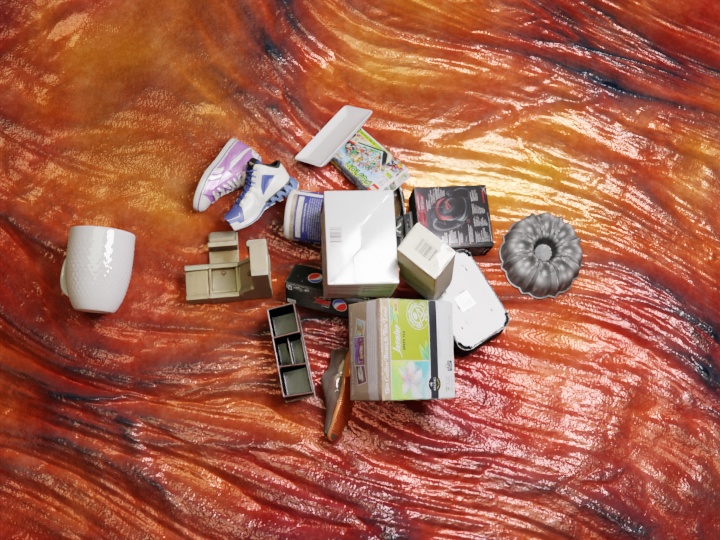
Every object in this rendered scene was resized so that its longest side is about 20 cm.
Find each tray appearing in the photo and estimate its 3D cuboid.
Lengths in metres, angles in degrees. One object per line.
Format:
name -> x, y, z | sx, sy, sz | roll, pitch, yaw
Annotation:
tray -> -0.061, -0.319, 1.844 | 0.106, 0.022, 0.201 | 21, 63, 45

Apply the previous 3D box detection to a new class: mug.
mug -> -0.610, 0.004, 1.740 | 0.196, 0.147, 0.181 | -2, 80, 32

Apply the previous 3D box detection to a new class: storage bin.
storage bin -> 0.228, 0.074, 1.724 | 0.133, 0.094, 0.203 | -29, 75, -8

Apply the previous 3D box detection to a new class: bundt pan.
bundt pan -> 0.420, -0.042, 1.763 | 0.196, 0.076, 0.208 | 0, 75, 1

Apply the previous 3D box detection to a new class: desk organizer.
desk organizer -> -0.156, 0.181, 1.707 | 0.070, 0.077, 0.205 | -12, 75, -3

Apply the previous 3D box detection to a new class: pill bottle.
pill bottle -> -0.072, -0.116, 1.768 | 0.194, 0.116, 0.119 | 9, 74, 4

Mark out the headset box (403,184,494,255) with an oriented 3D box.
headset box -> 0.198, -0.112, 1.772 | 0.194, 0.075, 0.153 | -3, 74, -9

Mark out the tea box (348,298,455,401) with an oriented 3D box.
tea box -> 0.086, 0.169, 1.609 | 0.192, 0.133, 0.206 | 3, 81, -32

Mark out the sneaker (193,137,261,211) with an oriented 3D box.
sneaker -> -0.309, -0.209, 1.821 | 0.113, 0.073, 0.203 | 30, 77, 6

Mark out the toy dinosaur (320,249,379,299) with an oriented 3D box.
toy dinosaur -> 0.000, 0.000, 1.753 | 0.199, 0.107, 0.061 | 39, 39, 2

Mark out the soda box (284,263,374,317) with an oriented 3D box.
soda box -> -0.068, 0.049, 1.723 | 0.195, 0.065, 0.071 | 13, 40, 13

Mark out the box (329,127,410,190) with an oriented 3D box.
box -> 0.015, -0.250, 1.810 | 0.109, 0.035, 0.200 | -39, 56, -9

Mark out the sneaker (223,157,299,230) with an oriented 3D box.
sneaker -> -0.249, -0.193, 1.786 | 0.198, 0.080, 0.117 | -37, 117, -15

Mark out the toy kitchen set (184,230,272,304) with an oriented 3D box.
toy kitchen set -> -0.301, -0.034, 1.714 | 0.194, 0.181, 0.168 | -5, 73, -5

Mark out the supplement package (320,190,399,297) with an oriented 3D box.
supplement package -> -0.005, -0.054, 1.637 | 0.151, 0.111, 0.206 | -1, 73, -7

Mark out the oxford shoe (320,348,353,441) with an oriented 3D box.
oxford shoe -> -0.055, 0.272, 1.695 | 0.071, 0.071, 0.205 | 6, 69, 23

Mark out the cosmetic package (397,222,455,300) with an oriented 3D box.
cosmetic package -> 0.137, -0.012, 1.598 | 0.103, 0.201, 0.073 | 38, 79, 15

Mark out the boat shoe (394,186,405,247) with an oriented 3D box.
boat shoe -> 0.072, -0.104, 1.790 | 0.070, 0.068, 0.206 | 4, 76, 0
